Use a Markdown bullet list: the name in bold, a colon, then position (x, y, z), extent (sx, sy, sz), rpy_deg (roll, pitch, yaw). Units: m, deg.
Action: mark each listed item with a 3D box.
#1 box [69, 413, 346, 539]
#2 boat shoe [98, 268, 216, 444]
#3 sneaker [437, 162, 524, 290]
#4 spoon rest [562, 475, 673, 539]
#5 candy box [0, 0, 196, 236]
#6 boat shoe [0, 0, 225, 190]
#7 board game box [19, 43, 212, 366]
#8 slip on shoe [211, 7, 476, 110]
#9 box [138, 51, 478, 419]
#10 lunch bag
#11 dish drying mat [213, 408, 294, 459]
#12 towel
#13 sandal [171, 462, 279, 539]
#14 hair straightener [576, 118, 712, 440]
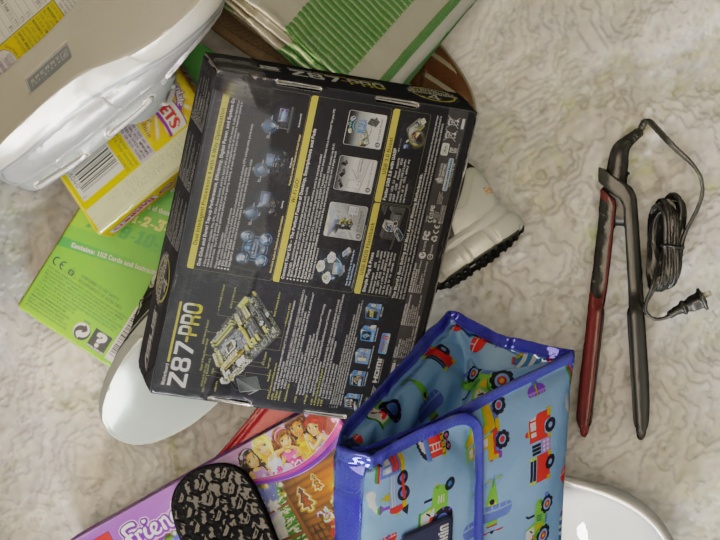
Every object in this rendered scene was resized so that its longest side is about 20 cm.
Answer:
- **box**: position (-0.066, 0.181, 1.680), extent (0.200, 0.039, 0.137), rpy_deg (-30, 91, 12)
- **boat shoe**: position (-0.093, 0.016, 1.638), extent (0.071, 0.064, 0.200), rpy_deg (34, 97, -31)
- **sneaker**: position (0.000, 0.000, 1.670), extent (0.200, 0.074, 0.080), rpy_deg (-34, 85, -3)
- **spoon rest**: position (0.115, 0.138, 1.659), extent (0.200, 0.061, 0.099), rpy_deg (48, 131, 5)
- **candy box**: position (-0.173, -0.130, 1.669), extent (0.102, 0.026, 0.200), rpy_deg (-37, 75, 11)
- **boat shoe**: position (-0.147, -0.114, 1.608), extent (0.200, 0.068, 0.072), rpy_deg (-40, 47, 16)
- **board game box**: position (-0.120, -0.036, 1.688), extent (0.095, 0.030, 0.200), rpy_deg (33, 97, 2)
- **slip on shoe**: position (-0.021, -0.135, 1.669), extent (0.200, 0.076, 0.061), rpy_deg (32, 133, -5)
- **box**: position (-0.032, -0.016, 1.579), extent (0.161, 0.049, 0.200), rpy_deg (7, 107, -18)
- **lunch bag**: position (0.032, 0.135, 1.543), extent (0.094, 0.200, 0.151), rpy_deg (17, 120, 29)
- **dish drying mat**: position (0.007, 0.155, 1.697), extent (0.200, 0.018, 0.077), rpy_deg (40, 96, 3)
- **towel**: position (-0.034, -0.193, 1.642), extent (0.200, 0.023, 0.153), rpy_deg (37, 53, 3)
- **sandal**: position (-0.057, 0.212, 1.646), extent (0.075, 0.045, 0.200), rpy_deg (-22, 79, 6)
- **hair straightener**: position (0.179, 0.006, 1.671), extent (0.077, 0.041, 0.201), rpy_deg (5, 88, 4)
